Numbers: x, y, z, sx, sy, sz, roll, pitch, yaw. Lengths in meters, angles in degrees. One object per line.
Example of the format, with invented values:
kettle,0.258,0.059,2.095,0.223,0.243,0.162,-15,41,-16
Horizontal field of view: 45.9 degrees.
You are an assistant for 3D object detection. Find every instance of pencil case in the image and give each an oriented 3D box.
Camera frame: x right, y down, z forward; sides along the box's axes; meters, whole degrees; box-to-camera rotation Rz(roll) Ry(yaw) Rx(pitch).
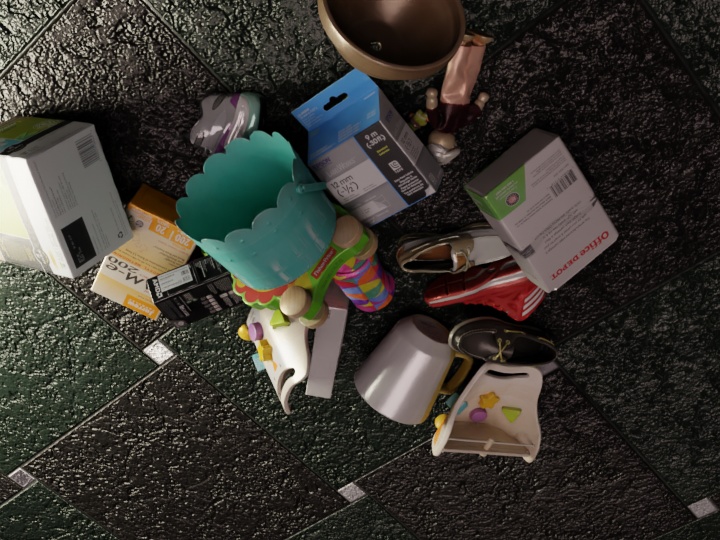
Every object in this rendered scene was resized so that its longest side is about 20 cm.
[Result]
pencil case,0.000,0.000,1.358,0.088,0.088,0.200,-7,158,10

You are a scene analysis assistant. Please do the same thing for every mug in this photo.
mug,0.097,0.157,1.490,0.149,0.187,0.153,38,114,19

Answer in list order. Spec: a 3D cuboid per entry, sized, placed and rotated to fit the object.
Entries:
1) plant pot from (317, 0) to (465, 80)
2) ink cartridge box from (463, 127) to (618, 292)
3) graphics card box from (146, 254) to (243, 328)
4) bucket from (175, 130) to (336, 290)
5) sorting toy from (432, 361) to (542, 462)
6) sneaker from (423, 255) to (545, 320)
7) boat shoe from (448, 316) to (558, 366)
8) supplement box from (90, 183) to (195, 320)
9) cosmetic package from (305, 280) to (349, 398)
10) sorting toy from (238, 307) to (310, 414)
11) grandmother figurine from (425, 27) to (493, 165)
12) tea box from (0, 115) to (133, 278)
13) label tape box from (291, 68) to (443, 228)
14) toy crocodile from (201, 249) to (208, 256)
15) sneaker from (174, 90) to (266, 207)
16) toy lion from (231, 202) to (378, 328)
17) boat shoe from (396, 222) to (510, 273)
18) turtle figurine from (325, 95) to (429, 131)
plant pot,0.033,-0.329,1.148,0.201,0.201,0.093,21,153,-8
ink cartridge box,0.276,-0.090,1.292,0.145,0.084,0.200,-39,114,-2
graphics card box,-0.234,0.021,1.393,0.200,0.051,0.125,-23,157,-3
bucket,-0.141,-0.082,1.200,0.207,0.207,0.135,-23,134,19
sorting toy,0.236,0.238,1.510,0.200,0.107,0.180,9,121,-22
sneaker,0.215,0.051,1.423,0.200,0.078,0.116,-16,119,17
boat shoe,0.244,0.124,1.434,0.201,0.061,0.072,5,110,-27
supplement box,-0.353,-0.028,1.426,0.126,0.074,0.200,26,122,-11
cosmetic package,-0.056,0.121,1.492,0.051,0.083,0.200,9,124,-3
sorting toy,-0.126,0.135,1.417,0.107,0.180,0.200,0,138,-24
grandmother figurine,0.137,-0.247,1.234,0.121,0.061,0.200,0,120,-28
tea box,-0.486,-0.116,1.302,0.197,0.134,0.200,11,127,31
label tape box,0.003,-0.171,1.226,0.143,0.066,0.200,-26,117,35
toy crocodile,-0.172,-0.072,1.385,0.200,0.062,0.068,-19,123,17
sneaker,-0.220,-0.181,1.314,0.140,0.078,0.200,7,109,5
toy lion,-0.099,-0.021,1.270,0.200,0.192,0.069,-54,144,2
boat shoe,0.158,-0.027,1.381,0.200,0.068,0.075,-8,122,10
turtle figurine,0.018,-0.186,1.293,0.161,0.064,0.200,38,118,-18
